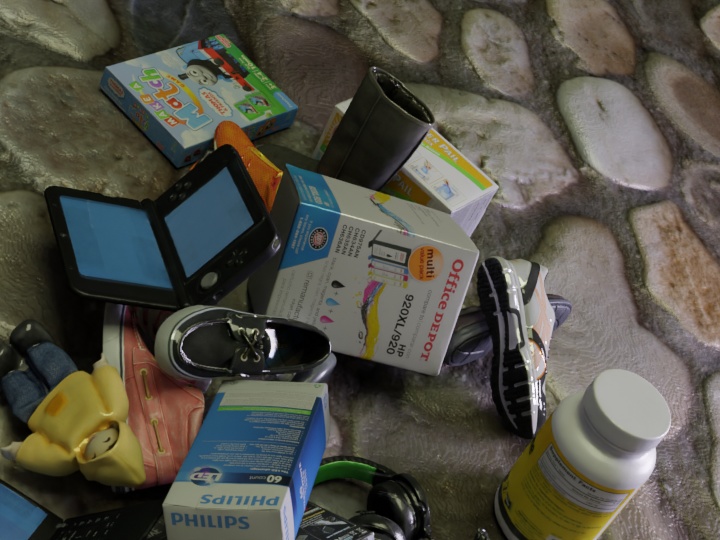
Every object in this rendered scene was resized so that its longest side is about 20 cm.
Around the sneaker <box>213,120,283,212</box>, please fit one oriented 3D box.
[{"bbox_3d":[-0.106,-0.098,1.564,0.073,0.077,0.201,18,36,-58],"label":"sneaker"}]

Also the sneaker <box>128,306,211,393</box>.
[{"bbox_3d":[-0.201,0.044,1.365,0.104,0.076,0.201,12,32,-23],"label":"sneaker"}]

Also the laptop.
[{"bbox_3d":[-0.288,0.222,1.107,0.104,0.199,0.178,60,36,-20],"label":"laptop"}]

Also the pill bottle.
[{"bbox_3d":[0.222,0.193,1.363,0.111,0.201,0.113,16,41,-15],"label":"pill bottle"}]

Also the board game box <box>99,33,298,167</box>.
[{"bbox_3d":[-0.194,-0.210,1.672,0.151,0.037,0.199,45,43,17],"label":"board game box"}]

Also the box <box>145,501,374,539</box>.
[{"bbox_3d":[-0.110,0.252,1.166,0.157,0.050,0.199,16,25,42],"label":"box"}]

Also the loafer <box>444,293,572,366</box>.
[{"bbox_3d":[0.160,0.052,1.581,0.199,0.072,0.063,-15,52,-37],"label":"loafer"}]

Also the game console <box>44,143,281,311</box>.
[{"bbox_3d":[-0.195,-0.053,1.335,0.116,0.175,0.201,46,9,-39],"label":"game console"}]

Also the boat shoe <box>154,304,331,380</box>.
[{"bbox_3d":[-0.106,0.067,1.287,0.199,0.056,0.070,2,88,-52],"label":"boat shoe"}]

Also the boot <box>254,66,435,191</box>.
[{"bbox_3d":[-0.026,-0.149,1.576,0.181,0.201,0.073,34,42,8],"label":"boot"}]

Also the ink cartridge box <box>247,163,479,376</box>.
[{"bbox_3d":[0.000,0.000,1.444,0.198,0.149,0.145,15,15,-15],"label":"ink cartridge box"}]

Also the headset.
[{"bbox_3d":[0.027,0.235,1.289,0.199,0.095,0.123,28,39,16],"label":"headset"}]

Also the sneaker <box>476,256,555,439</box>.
[{"bbox_3d":[0.185,0.082,1.502,0.079,0.073,0.202,-4,87,-32],"label":"sneaker"}]

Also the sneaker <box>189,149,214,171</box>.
[{"bbox_3d":[-0.156,-0.070,1.454,0.069,0.091,0.200,15,16,-21],"label":"sneaker"}]

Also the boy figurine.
[{"bbox_3d":[-0.260,0.130,1.211,0.124,0.065,0.200,-39,50,-14],"label":"boy figurine"}]

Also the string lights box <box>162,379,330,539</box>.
[{"bbox_3d":[-0.094,0.170,1.195,0.102,0.060,0.200,1,26,10],"label":"string lights box"}]

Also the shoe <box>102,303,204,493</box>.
[{"bbox_3d":[-0.193,0.114,1.290,0.090,0.072,0.202,-4,53,-9],"label":"shoe"}]

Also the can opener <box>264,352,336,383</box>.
[{"bbox_3d":[-0.090,0.144,1.343,0.052,0.067,0.200,33,44,3],"label":"can opener"}]

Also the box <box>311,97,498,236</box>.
[{"bbox_3d":[0.047,-0.111,1.650,0.200,0.113,0.101,43,41,18],"label":"box"}]
